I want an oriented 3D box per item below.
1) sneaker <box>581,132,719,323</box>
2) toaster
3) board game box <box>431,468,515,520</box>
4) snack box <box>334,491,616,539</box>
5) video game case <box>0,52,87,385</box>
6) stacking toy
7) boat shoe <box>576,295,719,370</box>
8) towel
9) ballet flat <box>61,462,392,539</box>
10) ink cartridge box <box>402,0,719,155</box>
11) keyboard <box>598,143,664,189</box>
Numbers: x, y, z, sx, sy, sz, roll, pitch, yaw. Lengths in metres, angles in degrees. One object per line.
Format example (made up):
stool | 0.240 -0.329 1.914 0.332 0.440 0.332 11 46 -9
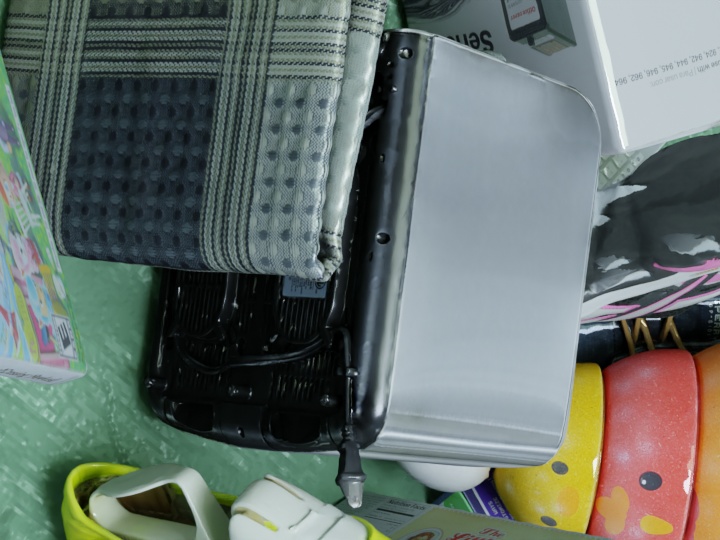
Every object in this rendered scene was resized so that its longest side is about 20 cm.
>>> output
sneaker | 0.111 0.000 1.142 0.086 0.200 0.081 41 45 -60
toaster | 0.000 0.000 1.065 0.118 0.181 0.200 10 84 -34
board game box | 0.139 0.171 1.195 0.135 0.034 0.200 -21 76 -31
snack box | 0.017 0.148 1.066 0.116 0.200 0.037 -31 108 -29
video game case | -0.163 -0.057 0.950 0.022 0.182 0.200 -17 82 8
stacking toy | 0.112 0.091 1.148 0.200 0.146 0.146 5 88 -1
boat shoe | 0.139 0.019 1.201 0.200 0.091 0.071 -27 119 -30
towel | -0.071 -0.100 1.021 0.035 0.192 0.200 12 85 -52
ballet flat | -0.051 0.114 1.023 0.067 0.200 0.067 -38 122 -41
ink cartridge box | 0.086 -0.153 1.136 0.084 0.145 0.200 -18 98 -31
keyboard | 0.078 -0.023 1.217 0.200 0.011 0.056 -46 114 -24
